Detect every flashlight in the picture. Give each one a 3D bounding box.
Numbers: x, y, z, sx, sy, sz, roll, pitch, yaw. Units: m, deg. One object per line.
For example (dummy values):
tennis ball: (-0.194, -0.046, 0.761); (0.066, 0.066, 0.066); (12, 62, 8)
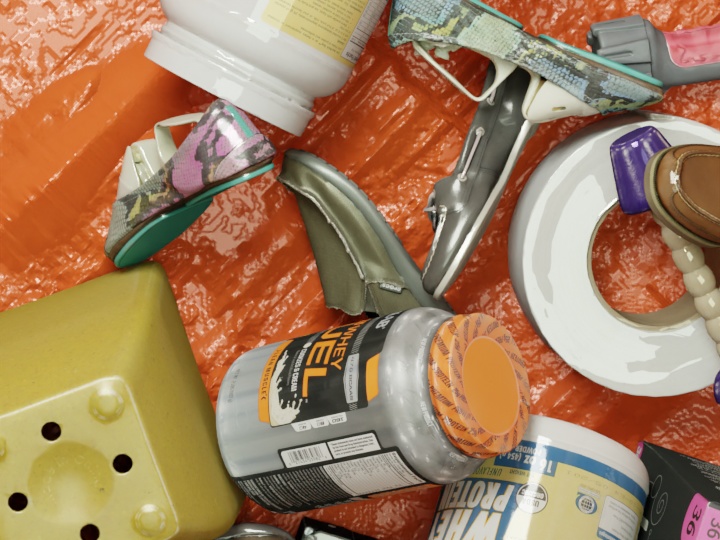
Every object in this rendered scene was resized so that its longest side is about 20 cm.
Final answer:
flashlight: (0.264, -0.169, 1.565); (0.199, 0.068, 0.068); (-8, 72, -3)

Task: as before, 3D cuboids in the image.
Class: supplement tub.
supplement tub: (-0.049, -0.208, 1.490); (0.145, 0.145, 0.200); (27, 94, -8)
supplement tub: (0.009, 0.095, 1.502); (0.200, 0.122, 0.123); (-15, 101, 34)
supplement tub: (0.114, 0.215, 1.530); (0.144, 0.145, 0.201); (19, 70, -7)

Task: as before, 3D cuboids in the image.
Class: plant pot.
plant pot: (-0.195, 0.126, 1.493); (0.194, 0.200, 0.196); (-20, 99, -2)

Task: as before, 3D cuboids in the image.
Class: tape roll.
tape roll: (0.209, -0.013, 1.576); (0.202, 0.071, 0.203); (-1, 97, -5)

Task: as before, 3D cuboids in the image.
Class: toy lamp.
toy lamp: (0.229, -0.005, 1.517); (0.058, 0.058, 0.200); (-25, 100, -2)

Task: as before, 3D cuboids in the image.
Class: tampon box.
tampon box: (0.253, 0.226, 1.546); (0.126, 0.200, 0.150); (17, 95, -7)

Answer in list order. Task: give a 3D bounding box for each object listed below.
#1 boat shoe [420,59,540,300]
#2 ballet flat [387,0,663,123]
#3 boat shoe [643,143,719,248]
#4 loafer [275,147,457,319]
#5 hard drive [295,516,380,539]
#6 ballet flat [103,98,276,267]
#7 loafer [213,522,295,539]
boat shoe: (0.080, -0.074, 1.547); (0.057, 0.067, 0.200); (27, 74, 5)
ballet flat: (0.110, -0.140, 1.511); (0.200, 0.074, 0.074); (25, 95, 1)
boat shoe: (0.282, -0.046, 1.487); (0.200, 0.068, 0.072); (14, 75, -36)
loafer: (0.000, 0.000, 1.556); (0.070, 0.075, 0.200); (-39, 99, -4)
hard drive: (0.030, 0.278, 1.615); (0.199, 0.038, 0.140); (19, 96, -8)
ballet flat: (-0.126, -0.066, 1.498); (0.069, 0.200, 0.071); (-24, 86, -37)
loafer: (-0.130, 0.250, 1.570); (0.200, 0.071, 0.073); (-28, 144, 7)
